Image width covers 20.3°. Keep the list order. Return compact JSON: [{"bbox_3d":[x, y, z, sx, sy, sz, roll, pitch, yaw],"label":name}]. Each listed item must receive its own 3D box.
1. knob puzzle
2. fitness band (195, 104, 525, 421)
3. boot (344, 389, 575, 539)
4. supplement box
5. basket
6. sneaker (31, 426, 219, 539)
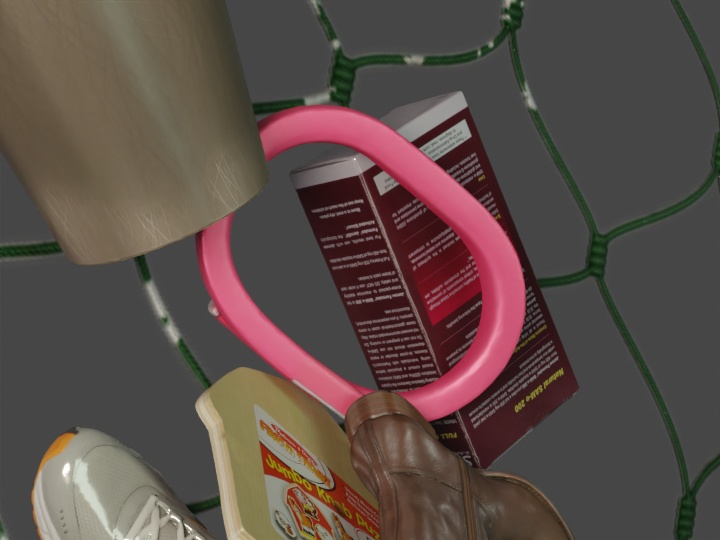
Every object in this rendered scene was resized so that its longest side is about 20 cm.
[{"bbox_3d":[-0.023,0.130,1.054,0.220,0.030,0.220,47,15,-17],"label":"knob puzzle"},{"bbox_3d":[0.000,0.000,1.104,0.200,0.037,0.144,39,83,-17],"label":"fitness band"},{"bbox_3d":[0.066,0.174,1.041,0.186,0.064,0.201,37,19,-28],"label":"boot"},{"bbox_3d":[0.046,0.009,1.188,0.109,0.061,0.201,-33,105,-42],"label":"supplement box"},{"bbox_3d":[-0.132,-0.116,0.985,0.180,0.135,0.201,-34,110,-38],"label":"basket"},{"bbox_3d":[-0.081,0.154,1.013,0.200,0.092,0.076,53,51,-23],"label":"sneaker"}]
